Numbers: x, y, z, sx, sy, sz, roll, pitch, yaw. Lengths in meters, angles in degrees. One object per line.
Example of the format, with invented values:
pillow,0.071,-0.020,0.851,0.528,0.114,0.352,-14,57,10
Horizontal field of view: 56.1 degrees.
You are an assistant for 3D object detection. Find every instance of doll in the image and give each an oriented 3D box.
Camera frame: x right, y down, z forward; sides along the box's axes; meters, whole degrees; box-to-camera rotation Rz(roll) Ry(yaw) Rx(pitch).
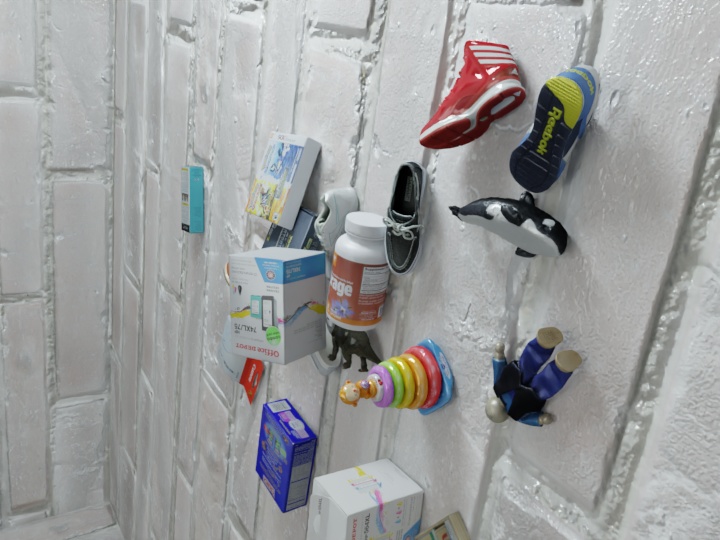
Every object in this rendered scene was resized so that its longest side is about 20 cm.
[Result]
doll,0.237,0.161,0.985,0.137,0.048,0.202,55,143,25

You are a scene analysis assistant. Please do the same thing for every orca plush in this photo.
orca plush,0.226,-0.079,0.983,0.105,0.071,0.199,48,164,-26

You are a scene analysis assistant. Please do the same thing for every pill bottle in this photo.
pill bottle,0.000,0.000,1.274,0.112,0.110,0.204,34,122,50

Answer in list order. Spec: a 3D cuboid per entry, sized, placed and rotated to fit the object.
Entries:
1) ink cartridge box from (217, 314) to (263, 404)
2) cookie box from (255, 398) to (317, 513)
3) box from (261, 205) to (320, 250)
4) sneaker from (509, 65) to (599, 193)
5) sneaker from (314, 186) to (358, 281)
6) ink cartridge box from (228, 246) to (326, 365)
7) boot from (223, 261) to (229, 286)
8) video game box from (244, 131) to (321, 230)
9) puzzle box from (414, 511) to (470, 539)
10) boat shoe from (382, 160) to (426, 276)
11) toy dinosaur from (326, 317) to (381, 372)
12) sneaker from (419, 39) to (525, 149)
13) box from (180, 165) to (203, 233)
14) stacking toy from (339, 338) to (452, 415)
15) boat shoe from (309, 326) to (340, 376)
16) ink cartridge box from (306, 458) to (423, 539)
ink cartridge box,-0.338,0.250,1.888,0.202,0.046,0.162,59,139,38
cookie box,-0.185,0.450,1.652,0.171,0.074,0.204,37,124,48
box,-0.162,-0.046,1.519,0.157,0.050,0.204,32,101,50
sneaker,0.260,-0.183,0.894,0.074,0.082,0.201,38,149,14
sneaker,-0.060,-0.072,1.389,0.070,0.079,0.205,30,120,49
ink cartridge box,-0.165,0.066,1.363,0.144,0.145,0.205,5,101,31
boot,-0.288,0.020,1.767,0.200,0.074,0.109,47,129,32
video game box,-0.179,-0.209,1.532,0.181,0.046,0.204,22,93,56
puzzle box,0.168,0.536,1.163,0.134,0.025,0.203,-55,50,46
boat shoe,0.076,-0.086,1.169,0.072,0.068,0.204,15,105,16
toy dinosaur,-0.019,0.143,1.356,0.200,0.075,0.104,47,142,48
sneaker,0.163,-0.273,1.037,0.198,0.077,0.118,-23,66,43
box,-0.526,-0.223,2.115,0.082,0.048,0.205,18,109,55
stacking toy,0.049,0.192,1.143,0.110,0.196,0.118,-46,56,49
boat shoe,-0.103,0.138,1.501,0.202,0.071,0.069,60,140,20
ink cartridge box,-0.001,0.456,1.255,0.124,0.196,0.132,26,116,52
